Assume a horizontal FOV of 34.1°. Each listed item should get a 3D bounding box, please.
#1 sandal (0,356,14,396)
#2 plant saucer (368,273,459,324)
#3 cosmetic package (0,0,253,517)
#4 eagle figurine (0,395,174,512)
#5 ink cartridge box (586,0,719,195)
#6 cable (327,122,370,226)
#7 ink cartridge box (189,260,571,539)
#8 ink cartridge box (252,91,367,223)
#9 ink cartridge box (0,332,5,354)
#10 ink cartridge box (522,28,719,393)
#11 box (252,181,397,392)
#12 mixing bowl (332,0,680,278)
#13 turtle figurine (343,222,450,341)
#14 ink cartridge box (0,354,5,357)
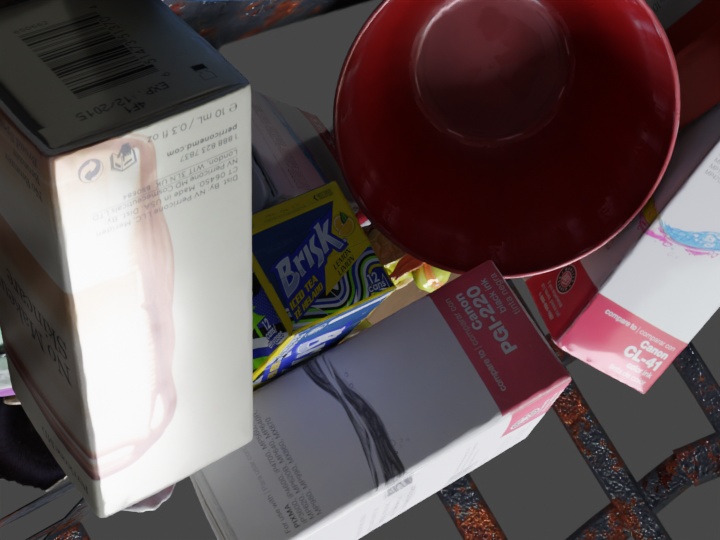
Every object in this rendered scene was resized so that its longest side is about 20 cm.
[{"bbox_3d":[-0.262,0.090,0.753,0.200,0.050,0.082,-15,178,12],"label":"sandal"},{"bbox_3d":[0.039,0.014,1.046,0.200,0.029,0.201,-42,160,-19],"label":"plant saucer"},{"bbox_3d":[-0.105,-0.006,0.500,0.087,0.103,0.202,-25,138,-29],"label":"cosmetic package"},{"bbox_3d":[-0.219,0.114,0.956,0.200,0.151,0.152,-33,-151,59],"label":"eagle figurine"},{"bbox_3d":[0.172,-0.155,0.770,0.162,0.057,0.201,-39,-156,45],"label":"ink cartridge box"},{"bbox_3d":[0.059,-0.112,0.916,0.199,0.070,0.200,-27,171,-39],"label":"cable"},{"bbox_3d":[0.004,0.095,0.664,0.199,0.085,0.146,-30,163,-13],"label":"ink cartridge box"},{"bbox_3d":[-0.091,-0.032,0.704,0.147,0.086,0.200,-34,170,12],"label":"ink cartridge box"},{"bbox_3d":[-0.267,0.045,0.692,0.199,0.050,0.161,-35,172,7],"label":"ink cartridge box"},{"bbox_3d":[0.195,-0.046,0.757,0.201,0.085,0.148,-52,-158,21],"label":"ink cartridge box"},{"bbox_3d":[-0.060,0.033,0.631,0.070,0.065,0.200,-24,168,-32],"label":"box"},{"bbox_3d":[0.084,-0.108,0.713,0.199,0.201,0.109,-34,-159,17],"label":"mixing bowl"},{"bbox_3d":[0.000,0.000,0.813,0.160,0.065,0.200,2,-143,39],"label":"turtle figurine"},{"bbox_3d":[-0.193,0.022,0.871,0.199,0.039,0.099,-25,169,-45],"label":"ink cartridge box"}]
